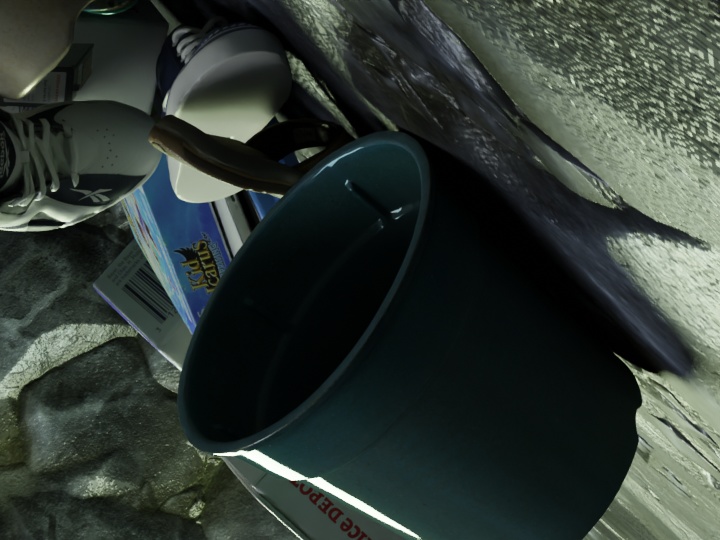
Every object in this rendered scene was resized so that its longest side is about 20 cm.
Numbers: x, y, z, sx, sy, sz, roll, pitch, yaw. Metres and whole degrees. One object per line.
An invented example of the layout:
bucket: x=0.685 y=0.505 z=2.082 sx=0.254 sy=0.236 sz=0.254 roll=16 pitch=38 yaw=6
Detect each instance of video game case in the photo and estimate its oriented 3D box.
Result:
video game case: x=-0.143 y=-0.056 z=1.558 sx=0.181 sy=0.045 sz=0.201 roll=-124 pitch=13 yaw=-48

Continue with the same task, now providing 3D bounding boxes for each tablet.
tablet: x=-0.109 y=-0.061 z=1.535 sx=0.131 sy=0.014 sz=0.200 roll=69 pitch=169 yaw=-23

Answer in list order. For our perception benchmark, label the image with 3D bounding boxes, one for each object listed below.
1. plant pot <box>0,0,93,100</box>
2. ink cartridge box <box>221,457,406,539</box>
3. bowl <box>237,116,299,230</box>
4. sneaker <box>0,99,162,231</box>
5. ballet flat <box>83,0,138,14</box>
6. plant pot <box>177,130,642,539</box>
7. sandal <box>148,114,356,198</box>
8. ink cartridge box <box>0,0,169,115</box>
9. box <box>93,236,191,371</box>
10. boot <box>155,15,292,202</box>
plant pot: x=-0.238 y=-0.198 z=1.249 sx=0.183 sy=0.201 sz=0.200 roll=33 pitch=179 yaw=-20
ink cartridge box: x=0.018 y=0.082 z=1.389 sx=0.083 sy=0.200 sz=0.147 roll=39 pitch=173 yaw=49
bowl: x=-0.068 y=-0.049 z=1.500 sx=0.201 sy=0.039 sz=0.201 roll=62 pitch=170 yaw=19
sneaker: x=-0.205 y=-0.065 z=1.318 sx=0.130 sy=0.198 sz=0.080 roll=175 pitch=91 yaw=-72
ballet flat: x=-0.209 y=-0.228 z=1.395 sx=0.200 sy=0.074 sz=0.074 roll=35 pitch=172 yaw=37
plant pot: x=0.037 y=0.060 z=1.208 sx=0.196 sy=0.201 sz=0.200 roll=36 pitch=179 yaw=-26
sandal: x=-0.036 y=-0.066 z=1.295 sx=0.199 sy=0.054 sz=0.080 roll=18 pitch=-177 yaw=-41
ink cartridge box: x=-0.243 y=-0.160 z=1.422 sx=0.199 sy=0.084 sz=0.146 roll=0 pitch=-147 yaw=-30
box: x=-0.106 y=0.012 z=1.939 sx=0.105 sy=0.184 sz=0.200 roll=38 pitch=173 yaw=33
boot: x=-0.093 y=-0.120 z=1.327 sx=0.200 sy=0.072 sz=0.091 roll=121 pitch=138 yaw=-64
